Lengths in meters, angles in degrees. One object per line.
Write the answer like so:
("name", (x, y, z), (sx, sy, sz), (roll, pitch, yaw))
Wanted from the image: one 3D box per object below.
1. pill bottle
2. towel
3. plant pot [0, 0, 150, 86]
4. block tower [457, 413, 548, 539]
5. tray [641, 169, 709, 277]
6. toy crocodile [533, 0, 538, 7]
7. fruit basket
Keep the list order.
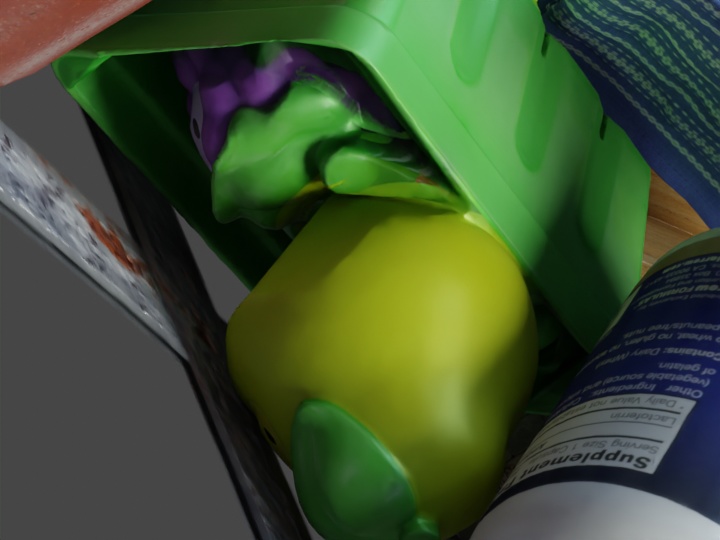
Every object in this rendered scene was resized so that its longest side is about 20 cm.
("pill bottle", (0.095, 0.085, 0.773), (0.116, 0.115, 0.200), (52, 44, -14))
("towel", (0.119, -0.043, 0.843), (0.145, 0.024, 0.200), (46, -6, -3))
("plant pot", (-0.073, -0.168, 0.778), (0.201, 0.195, 0.201), (53, 9, -13))
("block tower", (0.070, 0.095, 1.013), (0.201, 0.054, 0.058), (56, 10, -2))
("tray", (0.130, -0.004, 1.044), (0.199, 0.037, 0.099), (21, 29, -29))
("toy crocodile", (0.056, -0.136, 1.002), (0.067, 0.062, 0.201), (17, 57, -35))
("fruit basket", (0.000, 0.000, 0.853), (0.215, 0.155, 0.217), (-3, 94, -51))
